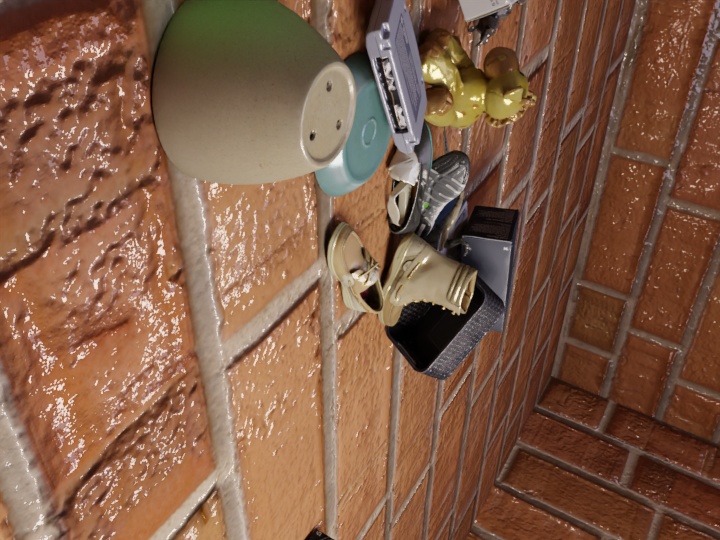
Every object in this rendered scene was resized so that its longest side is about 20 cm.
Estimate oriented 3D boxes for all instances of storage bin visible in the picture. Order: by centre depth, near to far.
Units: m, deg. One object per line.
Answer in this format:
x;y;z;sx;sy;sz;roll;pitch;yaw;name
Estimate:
0.161;0.092;1.361;0.201;0.136;0.093;-50;143;11;storage bin

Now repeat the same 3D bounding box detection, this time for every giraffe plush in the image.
0.193;-0.291;1.134;0.174;0.159;0.203;-58;136;-47;giraffe plush

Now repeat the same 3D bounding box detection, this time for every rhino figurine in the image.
0.251;-0.484;1.279;0.059;0.087;0.203;30;78;-24;rhino figurine

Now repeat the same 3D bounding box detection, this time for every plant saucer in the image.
0.000;-0.200;1.009;0.200;0.035;0.204;-45;145;-44;plant saucer

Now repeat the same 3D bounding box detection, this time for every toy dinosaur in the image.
0.149;-0.044;1.305;0.201;0.088;0.047;-50;168;20;toy dinosaur

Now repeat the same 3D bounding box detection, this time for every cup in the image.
-0.088;-0.172;0.714;0.200;0.141;0.204;-44;144;-43;cup

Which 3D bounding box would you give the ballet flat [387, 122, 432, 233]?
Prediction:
0.078;-0.146;1.180;0.068;0.067;0.204;-32;136;-41;ballet flat

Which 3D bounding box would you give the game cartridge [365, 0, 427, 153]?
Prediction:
0.054;-0.286;0.997;0.202;0.040;0.135;68;31;-46;game cartridge

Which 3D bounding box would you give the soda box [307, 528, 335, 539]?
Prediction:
-0.082;0.609;1.388;0.063;0.070;0.204;-38;141;-50;soda box

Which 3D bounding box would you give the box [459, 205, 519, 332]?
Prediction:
0.269;-0.008;1.495;0.183;0.102;0.205;-55;149;-61;box

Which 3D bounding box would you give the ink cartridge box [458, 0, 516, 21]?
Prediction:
0.215;-0.501;1.119;0.200;0.086;0.148;-47;119;-44;ink cartridge box

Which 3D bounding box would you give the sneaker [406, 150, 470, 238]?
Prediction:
0.139;-0.158;1.262;0.201;0.074;0.116;-55;-176;44;sneaker

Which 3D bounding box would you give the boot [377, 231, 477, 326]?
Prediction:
0.119;0.046;1.281;0.073;0.153;0.203;-41;154;-52;boot

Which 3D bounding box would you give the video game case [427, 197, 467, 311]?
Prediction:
0.165;-0.019;1.477;0.201;0.045;0.183;-55;151;-30;video game case

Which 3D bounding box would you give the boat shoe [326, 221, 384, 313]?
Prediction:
0.000;0.000;1.117;0.075;0.065;0.201;-59;153;-23;boat shoe
